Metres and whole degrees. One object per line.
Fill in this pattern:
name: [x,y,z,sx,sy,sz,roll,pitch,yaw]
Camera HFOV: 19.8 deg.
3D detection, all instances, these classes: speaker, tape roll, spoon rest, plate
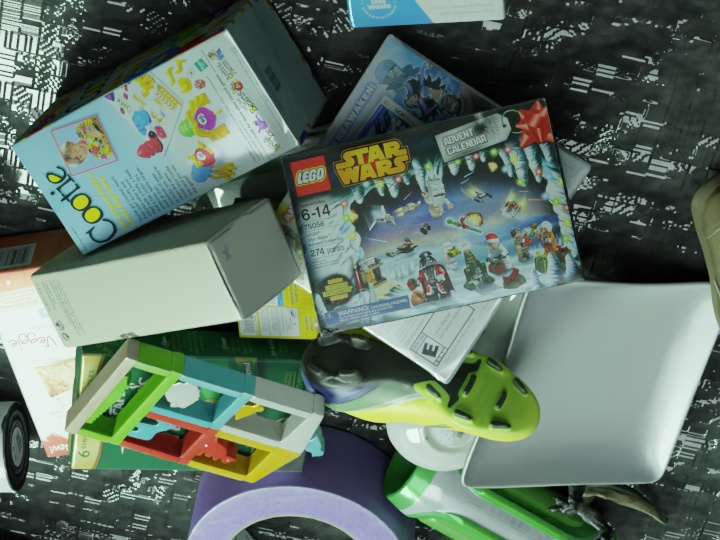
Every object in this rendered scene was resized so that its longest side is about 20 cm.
speaker: [0.122,0.210,1.787,0.200,0.088,0.088,30,124,-16]
tape roll: [-0.052,0.238,1.827,0.200,0.085,0.200,3,126,4]
spoon rest: [0.099,0.081,1.694,0.099,0.061,0.200,31,108,-15]
plate: [0.188,0.087,1.675,0.200,0.032,0.200,2,120,-27]
speaker: [-0.397,0.155,1.804,0.200,0.081,0.081,-2,126,7]

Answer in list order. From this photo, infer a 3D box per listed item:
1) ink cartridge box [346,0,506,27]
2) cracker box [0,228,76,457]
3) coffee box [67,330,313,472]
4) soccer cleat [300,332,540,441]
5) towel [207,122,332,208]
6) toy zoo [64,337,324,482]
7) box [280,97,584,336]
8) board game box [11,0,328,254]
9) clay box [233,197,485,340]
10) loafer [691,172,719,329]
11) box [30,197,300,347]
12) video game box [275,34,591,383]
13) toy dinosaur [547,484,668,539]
ink cartridge box: [0.039,-0.275,1.450,0.116,0.067,0.200,-2,126,8]
cracker box: [-0.224,0.059,1.728,0.134,0.058,0.200,-9,125,10]
coffee box: [-0.138,0.109,1.702,0.200,0.044,0.123,4,123,-13]
soccer cleat: [0.049,0.096,1.629,0.200,0.065,0.084,13,155,18]
towel: [-0.029,-0.029,1.668,0.149,0.031,0.200,-12,126,17]
toy zoo: [-0.119,0.118,1.642,0.200,0.020,0.131,19,142,-22]
box: [0.054,-0.039,1.514,0.200,0.040,0.137,-13,94,6]
board game box: [-0.142,-0.112,1.556,0.200,0.103,0.105,-25,108,22]
clay box: [0.000,0.000,1.638,0.200,0.048,0.115,1,130,4]
loafer: [0.315,0.016,1.626,0.076,0.067,0.200,-29,120,3]
box: [-0.149,0.003,1.556,0.200,0.082,0.068,-8,111,42]
video game box: [0.044,-0.046,1.556,0.182,0.047,0.200,33,98,0]
toy dinosaur: [0.192,0.190,1.763,0.200,0.088,0.047,34,128,-18]
